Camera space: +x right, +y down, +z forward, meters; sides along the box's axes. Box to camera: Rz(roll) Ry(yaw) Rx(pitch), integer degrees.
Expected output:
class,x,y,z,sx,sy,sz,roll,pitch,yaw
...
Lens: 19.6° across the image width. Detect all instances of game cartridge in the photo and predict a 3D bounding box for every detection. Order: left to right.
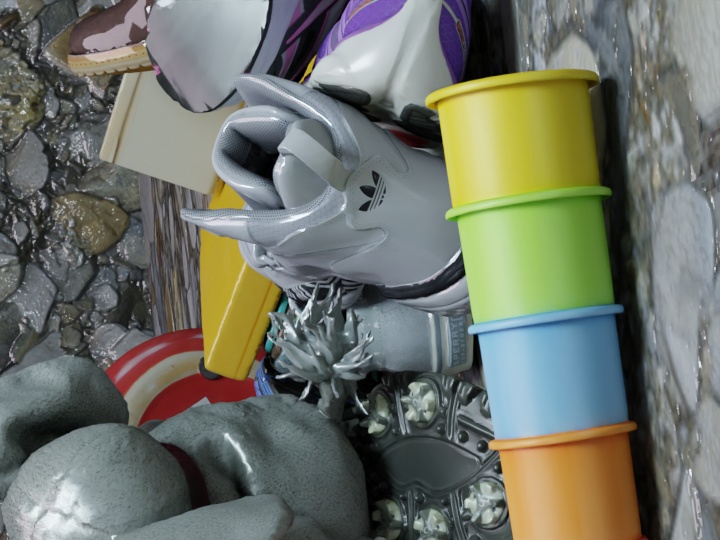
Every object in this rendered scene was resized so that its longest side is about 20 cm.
class,x,y,z,sx,sy,sz,roll,pitch,yaw
game cartridge,-0.044,-0.057,1.127,0.200,0.032,0.176,-104,34,-66

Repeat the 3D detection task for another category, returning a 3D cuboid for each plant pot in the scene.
class,x,y,z,sx,sy,sz,roll,pitch,yaw
plant pot,-0.106,0.140,1.357,0.183,0.200,0.201,131,133,-65

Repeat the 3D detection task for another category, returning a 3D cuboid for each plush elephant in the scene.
class,x,y,z,sx,sy,sz,roll,pitch,yaw
plush elephant,-0.074,0.110,0.815,0.165,0.155,0.200,34,125,47

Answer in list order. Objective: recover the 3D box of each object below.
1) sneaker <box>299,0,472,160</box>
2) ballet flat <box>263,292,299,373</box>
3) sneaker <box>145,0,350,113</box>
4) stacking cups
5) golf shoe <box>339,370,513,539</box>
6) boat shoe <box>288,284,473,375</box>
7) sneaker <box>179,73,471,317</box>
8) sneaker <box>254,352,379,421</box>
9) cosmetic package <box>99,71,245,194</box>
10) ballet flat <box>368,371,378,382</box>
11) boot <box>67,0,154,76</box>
class,x,y,z,sx,sy,sz,roll,pitch,yaw
sneaker,0.022,-0.096,0.894,0.200,0.081,0.084,171,121,-83
ballet flat,-0.023,0.014,1.149,0.200,0.074,0.074,-101,9,-68
sneaker,-0.022,-0.163,0.932,0.080,0.086,0.200,42,111,21
stacking cups,0.061,0.036,0.701,0.061,0.060,0.200,162,103,-80
golf shoe,0.032,0.082,0.874,0.200,0.088,0.077,-13,79,57
boat shoe,0.000,0.001,1.003,0.201,0.071,0.070,-125,32,-71
sneaker,-0.026,-0.034,0.872,0.200,0.115,0.075,8,74,60
sneaker,-0.021,0.114,1.093,0.078,0.075,0.200,-62,28,27
cosmetic package,-0.082,-0.156,1.181,0.104,0.073,0.200,-81,11,-58
ballet flat,-0.010,0.132,1.157,0.067,0.064,0.200,103,160,-60
boot,-0.083,-0.197,1.068,0.072,0.200,0.167,-20,-87,-65
